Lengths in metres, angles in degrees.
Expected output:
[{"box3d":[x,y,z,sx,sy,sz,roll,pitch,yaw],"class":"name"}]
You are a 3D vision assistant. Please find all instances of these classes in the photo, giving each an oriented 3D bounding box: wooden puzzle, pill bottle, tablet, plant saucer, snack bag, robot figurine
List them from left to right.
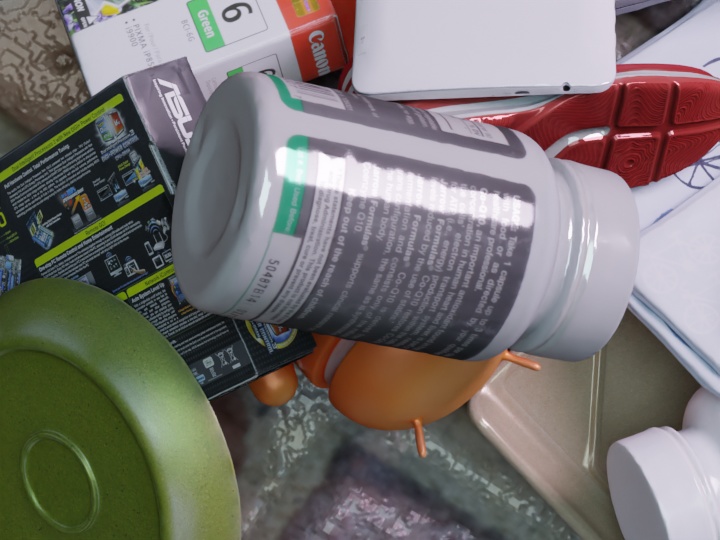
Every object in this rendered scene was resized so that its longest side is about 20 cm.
[{"box3d":[-0.144,0.103,1.279,0.031,0.200,0.200,-26,87,-46],"class":"plant saucer"},{"box3d":[-0.001,0.001,1.302,0.200,0.144,0.117,49,120,17],"class":"robot figurine"},{"box3d":[0.022,-0.019,1.176,0.200,0.113,0.113,11,87,-23],"class":"pill bottle"},{"box3d":[0.063,-0.166,1.282,0.130,0.014,0.200,-2,54,5],"class":"tablet"},{"box3d":[0.181,0.068,1.347,0.200,0.037,0.185,-45,101,-8],"class":"wooden puzzle"},{"box3d":[0.191,-0.048,1.310,0.188,0.021,0.200,-33,65,-23],"class":"snack bag"},{"box3d":[0.233,0.097,1.283,0.200,0.112,0.112,-18,88,-12],"class":"pill bottle"}]

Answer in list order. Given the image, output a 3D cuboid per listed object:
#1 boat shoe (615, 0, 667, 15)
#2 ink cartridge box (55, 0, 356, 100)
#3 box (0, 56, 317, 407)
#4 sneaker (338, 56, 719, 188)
[{"box3d":[0.179,-0.185,1.335,0.200,0.072,0.071,-16,89,-20],"class":"boat shoe"},{"box3d":[-0.058,-0.150,1.331,0.200,0.050,0.109,-21,59,-2],"class":"ink cartridge box"},{"box3d":[-0.125,0.002,1.279,0.044,0.200,0.160,-22,86,-42],"class":"box"},{"box3d":[0.084,-0.100,1.287,0.200,0.078,0.116,-6,46,-19],"class":"sneaker"}]
